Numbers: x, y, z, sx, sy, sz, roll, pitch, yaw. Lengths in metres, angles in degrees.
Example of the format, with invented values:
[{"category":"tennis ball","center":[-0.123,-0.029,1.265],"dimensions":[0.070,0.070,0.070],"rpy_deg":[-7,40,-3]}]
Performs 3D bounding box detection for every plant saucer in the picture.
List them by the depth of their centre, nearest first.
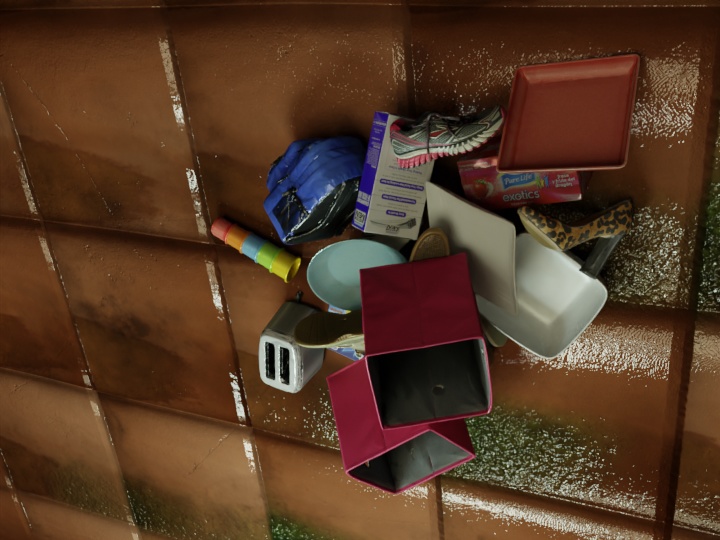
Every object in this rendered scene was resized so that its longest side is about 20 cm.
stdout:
[{"category":"plant saucer","center":[0.320,-0.230,1.289],"dimensions":[0.197,0.203,0.037],"rpy_deg":[1,154,31]},{"category":"plant saucer","center":[0.000,0.000,1.557],"dimensions":[0.197,0.039,0.203],"rpy_deg":[1,138,1]}]

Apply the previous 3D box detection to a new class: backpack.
[{"category":"backpack","center":[-0.073,-0.162,1.538],"dimensions":[0.200,0.161,0.169],"rpy_deg":[-40,77,40]}]

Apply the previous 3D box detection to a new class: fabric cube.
[{"category":"fabric cube","center":[0.109,0.120,1.435],"dimensions":[0.196,0.201,0.198],"rpy_deg":[-9,132,4]},{"category":"fabric cube","center":[0.076,0.283,1.629],"dimensions":[0.198,0.202,0.196],"rpy_deg":[-30,143,20]}]

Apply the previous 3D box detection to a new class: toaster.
[{"category":"toaster","center":[-0.146,0.161,1.794],"dimensions":[0.112,0.129,0.203],"rpy_deg":[16,125,17]}]

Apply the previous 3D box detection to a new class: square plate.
[{"category":"square plate","center":[0.195,-0.042,1.435],"dimensions":[0.199,0.028,0.200],"rpy_deg":[32,146,38]}]

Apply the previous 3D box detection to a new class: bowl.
[{"category":"bowl","center":[0.319,0.033,1.499],"dimensions":[0.199,0.075,0.201],"rpy_deg":[35,123,3]}]

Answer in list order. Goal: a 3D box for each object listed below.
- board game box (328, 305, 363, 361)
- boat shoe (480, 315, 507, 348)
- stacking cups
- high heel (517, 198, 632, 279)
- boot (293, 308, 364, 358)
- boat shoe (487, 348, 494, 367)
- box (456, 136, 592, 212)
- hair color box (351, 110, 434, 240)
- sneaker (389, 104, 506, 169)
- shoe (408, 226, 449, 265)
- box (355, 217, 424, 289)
[{"category":"board game box","center":[0.021,0.138,1.751],"dimensions":[0.197,0.035,0.137],"rpy_deg":[23,128,14]},{"category":"boat shoe","center":[0.208,0.054,1.577],"dimensions":[0.063,0.073,0.204],"rpy_deg":[-12,107,48]},{"category":"stacking cups","center":[-0.220,-0.047,1.758],"dimensions":[0.198,0.060,0.061],"rpy_deg":[29,128,15]},{"category":"high heel","center":[0.351,-0.093,1.367],"dimensions":[0.199,0.071,0.144],"rpy_deg":[32,91,-24]},{"category":"boot","center":[-0.018,0.136,1.652],"dimensions":[0.197,0.073,0.155],"rpy_deg":[-11,151,17]},{"category":"boat shoe","center":[0.177,0.120,1.640],"dimensions":[0.200,0.071,0.069],"rpy_deg":[49,130,4]},{"category":"box","center":[0.271,-0.168,1.391],"dimensions":[0.197,0.100,0.097],"rpy_deg":[-5,117,30]},{"category":"hair color box","center":[0.062,-0.162,1.451],"dimensions":[0.065,0.108,0.204],"rpy_deg":[29,109,62]},{"category":"sneaker","center":[0.137,-0.223,1.342],"dimensions":[0.197,0.081,0.076],"rpy_deg":[-15,111,24]},{"category":"shoe","center":[0.116,-0.004,1.496],"dimensions":[0.069,0.054,0.202],"rpy_deg":[2,133,-5]},{"category":"box","center":[0.030,-0.045,1.608],"dimensions":[0.068,0.082,0.200],"rpy_deg":[43,127,-3]}]
